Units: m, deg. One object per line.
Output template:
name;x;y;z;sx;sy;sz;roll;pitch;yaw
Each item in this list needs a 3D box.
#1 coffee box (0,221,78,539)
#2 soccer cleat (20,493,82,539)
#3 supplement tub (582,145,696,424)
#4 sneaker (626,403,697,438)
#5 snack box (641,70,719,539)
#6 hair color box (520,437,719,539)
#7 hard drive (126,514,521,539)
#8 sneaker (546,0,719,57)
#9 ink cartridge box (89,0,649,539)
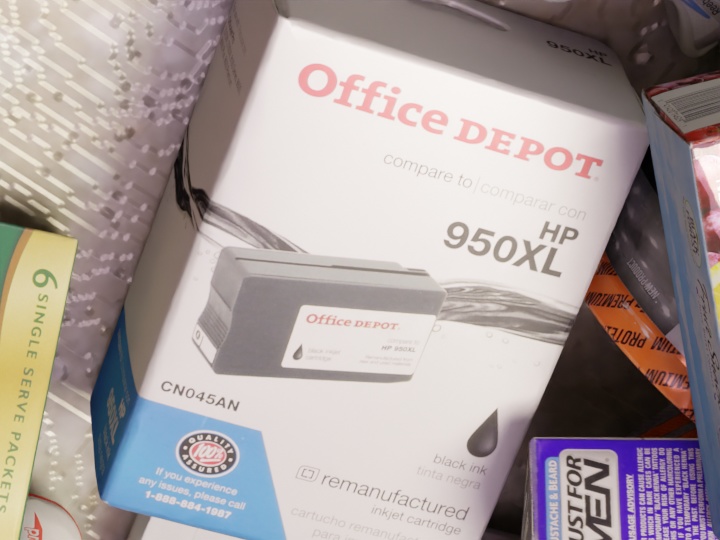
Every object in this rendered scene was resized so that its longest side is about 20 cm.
coffee box;-0.209;0.026;0.961;0.200;0.044;0.123;14;82;-14
soccer cleat;-0.145;0.181;1.049;0.069;0.085;0.200;9;114;-12
supplement tub;0.180;-0.035;0.968;0.123;0.123;0.200;39;104;-22
sneaker;0.207;0.075;1.059;0.200;0.078;0.112;-26;121;17
snack box;0.206;0.002;0.879;0.200;0.068;0.169;-15;112;-5
hair color box;0.158;0.112;0.980;0.200;0.065;0.109;1;148;2
hard drive;-0.004;0.150;1.079;0.200;0.027;0.132;16;119;-14
sneaker;0.071;-0.140;0.933;0.200;0.075;0.087;35;112;-21
ink cartridge box;0.000;0.000;0.981;0.145;0.084;0.200;15;112;-14
